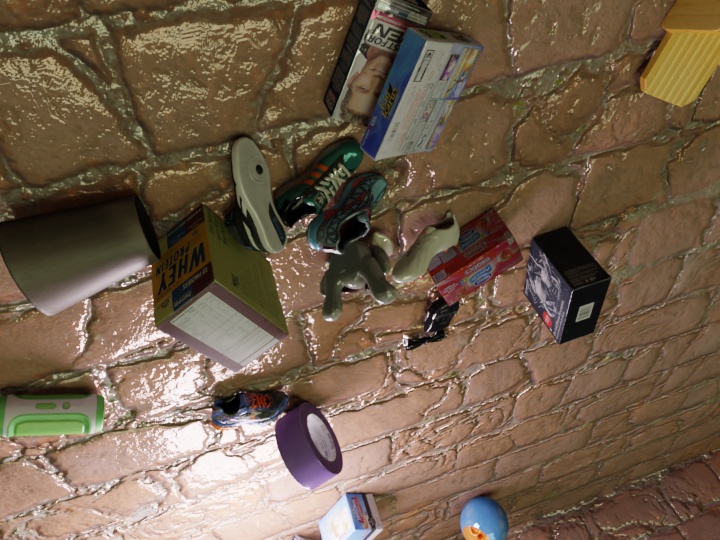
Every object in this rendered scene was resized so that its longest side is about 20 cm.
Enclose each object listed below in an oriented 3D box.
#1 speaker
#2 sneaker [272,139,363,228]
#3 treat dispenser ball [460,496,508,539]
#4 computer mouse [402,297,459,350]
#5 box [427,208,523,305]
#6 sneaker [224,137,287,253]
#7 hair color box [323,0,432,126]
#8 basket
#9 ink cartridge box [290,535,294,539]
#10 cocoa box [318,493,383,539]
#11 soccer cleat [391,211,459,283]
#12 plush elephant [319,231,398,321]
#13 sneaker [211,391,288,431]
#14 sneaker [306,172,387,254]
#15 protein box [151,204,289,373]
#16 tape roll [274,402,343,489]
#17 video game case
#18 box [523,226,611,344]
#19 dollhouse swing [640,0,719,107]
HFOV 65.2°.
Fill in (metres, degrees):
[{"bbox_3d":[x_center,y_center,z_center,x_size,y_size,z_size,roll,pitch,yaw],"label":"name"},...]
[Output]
[{"bbox_3d":[-0.647,0.302,1.181,0.196,0.089,0.089,7,129,-29],"label":"speaker"},{"bbox_3d":[-0.069,-0.148,1.010,0.198,0.081,0.071,-37,136,12],"label":"sneaker"},{"bbox_3d":[0.509,1.041,2.319,0.196,0.203,0.204,-12,136,-12],"label":"treat dispenser ball"},{"bbox_3d":[0.167,0.128,1.411,0.137,0.047,0.202,-16,148,-15],"label":"computer mouse"},{"bbox_3d":[0.246,-0.029,1.253,0.198,0.101,0.096,-33,136,8],"label":"box"},{"bbox_3d":[-0.207,-0.123,0.983,0.073,0.110,0.205,-36,118,-45],"label":"sneaker"},{"bbox_3d":[0.023,-0.334,0.891,0.098,0.061,0.202,6,129,-28],"label":"hair color box"},{"bbox_3d":[-0.442,-0.036,0.919,0.196,0.137,0.182,-21,141,-9],"label":"basket"},{"bbox_3d":[-0.157,1.019,2.020,0.200,0.197,0.041,46,68,-47],"label":"ink cartridge box"},{"bbox_3d":[-0.038,0.902,1.990,0.129,0.135,0.201,16,124,-34],"label":"cocoa box"},{"bbox_3d":[0.134,-0.049,1.182,0.199,0.069,0.079,-38,131,-27],"label":"soccer cleat"},{"bbox_3d":[0.000,0.000,1.144,0.162,0.204,0.154,-26,161,21],"label":"plush elephant"},{"bbox_3d":[-0.274,0.338,1.393,0.195,0.076,0.080,-14,133,-14],"label":"sneaker"},{"bbox_3d":[-0.004,-0.098,1.040,0.200,0.094,0.080,-48,137,-20],"label":"sneaker"},{"bbox_3d":[-0.256,0.036,1.017,0.134,0.201,0.200,-34,136,11],"label":"protein box"},{"bbox_3d":[-0.133,0.456,1.473,0.084,0.202,0.200,-33,136,10],"label":"tape roll"},{"bbox_3d":[0.100,-0.287,0.927,0.179,0.045,0.202,-21,145,-48],"label":"video game case"},{"bbox_3d":[0.492,0.038,1.368,0.102,0.184,0.203,-15,136,-8],"label":"box"},{"bbox_3d":[0.666,-0.398,1.051,0.196,0.182,0.180,6,109,-29],"label":"dollhouse swing"}]
